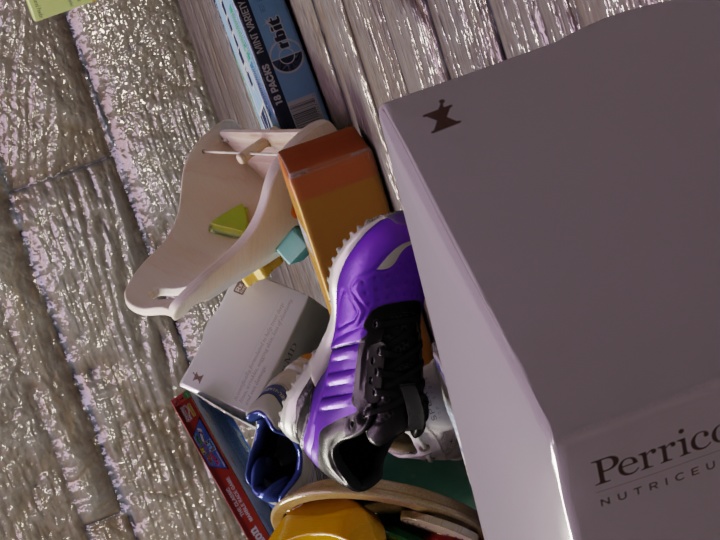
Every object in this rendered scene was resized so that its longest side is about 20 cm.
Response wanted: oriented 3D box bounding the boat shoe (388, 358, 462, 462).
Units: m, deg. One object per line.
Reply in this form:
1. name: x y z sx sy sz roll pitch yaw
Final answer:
1. boat shoe: 0.040 0.101 1.650 0.200 0.069 0.071 88 161 -76

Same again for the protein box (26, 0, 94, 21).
1. protein box: -0.211 -0.344 1.900 0.135 0.199 0.199 77 171 -56

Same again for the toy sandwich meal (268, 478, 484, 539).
1. toy sandwich meal: 0.015 0.216 1.686 0.205 0.204 0.070 79 -158 -61

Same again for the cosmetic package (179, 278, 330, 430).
1. cosmetic package: -0.053 0.087 1.939 0.081 0.113 0.200 22 173 29

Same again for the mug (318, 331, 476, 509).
1. mug: 0.010 0.138 1.869 0.152 0.114 0.185 81 168 -65

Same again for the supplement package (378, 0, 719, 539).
1. supplement package: 0.093 0.047 0.562 0.120 0.121 0.200 -114 6 -47

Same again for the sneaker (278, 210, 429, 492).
1. sneaker: 0.017 0.060 1.513 0.100 0.069 0.201 52 134 42

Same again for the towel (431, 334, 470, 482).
1. towel: 0.095 0.148 1.511 0.147 0.024 0.200 -118 7 -45

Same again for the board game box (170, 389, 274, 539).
1. board game box: -0.081 0.191 1.851 0.200 0.019 0.103 58 -172 24

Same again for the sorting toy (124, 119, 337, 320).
1. sorting toy: -0.102 -0.028 1.837 0.107 0.180 0.200 54 162 -18

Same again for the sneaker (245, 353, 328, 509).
1. sneaker: -0.052 0.160 1.758 0.075 0.088 0.201 19 129 37

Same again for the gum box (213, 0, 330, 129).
1. gum box: -0.076 -0.176 1.991 0.200 0.044 0.170 143 106 -84

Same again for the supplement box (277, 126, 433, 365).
1. supplement box: 0.000 0.000 1.725 0.069 0.066 0.201 -123 15 -70
